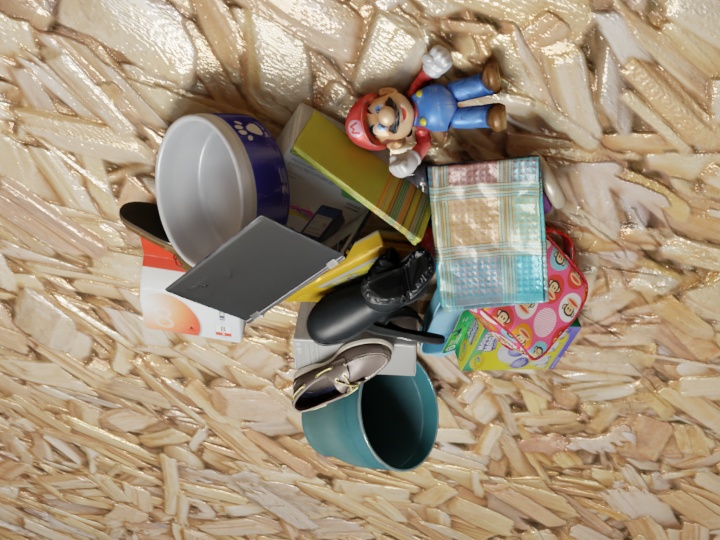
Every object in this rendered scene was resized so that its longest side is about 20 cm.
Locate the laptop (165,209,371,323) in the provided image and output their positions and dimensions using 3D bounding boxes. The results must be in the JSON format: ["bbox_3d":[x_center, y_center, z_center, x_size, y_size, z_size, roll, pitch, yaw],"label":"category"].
[{"bbox_3d":[-0.111,-0.027,1.012,0.187,0.200,0.116,-32,106,32],"label":"laptop"}]

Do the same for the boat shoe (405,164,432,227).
[{"bbox_3d":[0.121,-0.071,1.119,0.062,0.073,0.200,-25,122,33],"label":"boat shoe"}]

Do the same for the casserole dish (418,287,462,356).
[{"bbox_3d":[0.154,0.062,1.247,0.120,0.039,0.201,-9,142,-24],"label":"casserole dish"}]

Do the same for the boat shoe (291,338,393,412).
[{"bbox_3d":[-0.031,0.166,1.238,0.199,0.060,0.072,-27,126,31],"label":"boat shoe"}]

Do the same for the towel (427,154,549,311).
[{"bbox_3d":[0.166,-0.044,1.024,0.145,0.022,0.201,-5,110,8],"label":"towel"}]

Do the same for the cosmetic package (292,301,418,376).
[{"bbox_3d":[-0.004,0.103,1.289,0.198,0.107,0.091,6,135,5],"label":"cosmetic package"}]

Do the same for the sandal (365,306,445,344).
[{"bbox_3d":[0.033,0.070,1.196,0.199,0.075,0.048,15,95,6],"label":"sandal"}]

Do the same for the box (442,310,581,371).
[{"bbox_3d":[0.238,0.109,1.265,0.198,0.049,0.118,2,137,-16],"label":"box"}]

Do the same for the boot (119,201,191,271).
[{"bbox_3d":[-0.255,-0.030,1.132,0.199,0.074,0.076,26,129,-9],"label":"boot"}]

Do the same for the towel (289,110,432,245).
[{"bbox_3d":[0.006,-0.117,1.005,0.199,0.086,0.018,36,134,-12],"label":"towel"}]

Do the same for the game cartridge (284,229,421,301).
[{"bbox_3d":[0.000,0.000,1.167,0.199,0.033,0.176,-29,163,30],"label":"game cartridge"}]

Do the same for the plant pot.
[{"bbox_3d":[0.003,0.252,1.388,0.187,0.201,0.200,-16,133,43],"label":"plant pot"}]

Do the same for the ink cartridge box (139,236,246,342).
[{"bbox_3d":[-0.259,0.025,1.215,0.161,0.050,0.201,9,140,4],"label":"ink cartridge box"}]

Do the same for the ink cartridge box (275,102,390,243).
[{"bbox_3d":[-0.071,-0.108,1.095,0.145,0.088,0.200,24,135,-21],"label":"ink cartridge box"}]

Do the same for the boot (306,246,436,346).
[{"bbox_3d":[0.008,0.035,1.089,0.199,0.077,0.168,-25,170,-1],"label":"boot"}]

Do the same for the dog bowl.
[{"bbox_3d":[-0.184,-0.104,1.038,0.079,0.201,0.200,-13,154,-44],"label":"dog bowl"}]

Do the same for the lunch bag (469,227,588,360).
[{"bbox_3d":[0.238,0.012,1.143,0.176,0.082,0.200,-50,120,-7],"label":"lunch bag"}]

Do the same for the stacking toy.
[{"bbox_3d":[0.171,-0.074,1.063,0.199,0.086,0.085,-31,126,13],"label":"stacking toy"}]

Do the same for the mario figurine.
[{"bbox_3d":[0.076,-0.193,0.971,0.199,0.124,0.106,-11,146,12],"label":"mario figurine"}]

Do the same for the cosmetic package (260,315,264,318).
[{"bbox_3d":[-0.213,-0.004,1.248,0.082,0.051,0.201,-5,134,12],"label":"cosmetic package"}]
